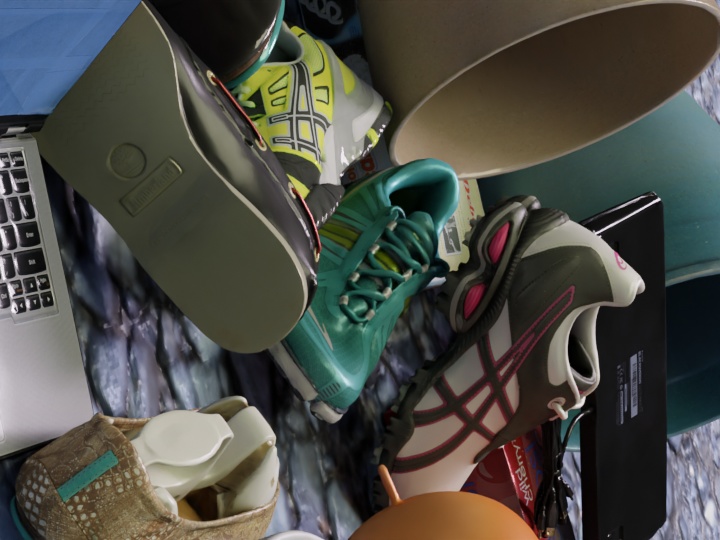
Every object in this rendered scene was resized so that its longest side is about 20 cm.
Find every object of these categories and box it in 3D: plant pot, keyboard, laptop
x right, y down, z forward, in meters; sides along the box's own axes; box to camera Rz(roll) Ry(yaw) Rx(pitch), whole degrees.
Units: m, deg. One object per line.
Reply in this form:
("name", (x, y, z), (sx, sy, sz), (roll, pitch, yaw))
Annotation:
("plant pot", (0.070, -0.179, 1.344), (0.187, 0.187, 0.200), (19, 48, -64))
("keyboard", (0.125, 0.068, 1.355), (0.127, 0.021, 0.200), (-26, 119, -48))
("plant pot", (0.155, -0.023, 1.517), (0.200, 0.200, 0.188), (38, 29, -56))
("laptop", (-0.119, -0.032, 0.948), (0.187, 0.116, 0.200), (-14, 93, -67))

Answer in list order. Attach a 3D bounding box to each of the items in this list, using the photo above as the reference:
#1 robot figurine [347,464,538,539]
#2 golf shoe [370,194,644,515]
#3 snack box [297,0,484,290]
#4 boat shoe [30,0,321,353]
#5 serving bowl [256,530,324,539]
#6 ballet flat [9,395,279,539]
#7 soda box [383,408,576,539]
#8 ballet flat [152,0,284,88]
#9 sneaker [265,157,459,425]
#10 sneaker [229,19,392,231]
("robot figurine", (0.052, 0.189, 1.235), (0.144, 0.117, 0.200), (-49, 126, -35))
("golf shoe", (0.067, 0.062, 1.277), (0.077, 0.088, 0.200), (-42, 157, -61))
("snack box", (0.019, -0.088, 1.415), (0.116, 0.037, 0.200), (-8, 85, -66))
("boat shoe", (-0.088, -0.058, 1.087), (0.201, 0.074, 0.063), (55, 16, -9))
("serving bowl", (-0.042, 0.211, 1.059), (0.200, 0.066, 0.200), (-10, 90, -67))
("ballet flat", (-0.069, 0.085, 1.059), (0.071, 0.065, 0.200), (53, 18, 10))
("soda box", (0.078, 0.156, 1.379), (0.070, 0.063, 0.200), (-29, 103, -65))
("ballet flat", (-0.074, -0.162, 1.217), (0.068, 0.068, 0.200), (50, 22, -29))
("sneaker", (0.000, 0.000, 1.257), (0.078, 0.080, 0.200), (52, 28, -18))
("sneaker", (-0.050, -0.051, 1.215), (0.076, 0.075, 0.200), (47, 28, -12))
